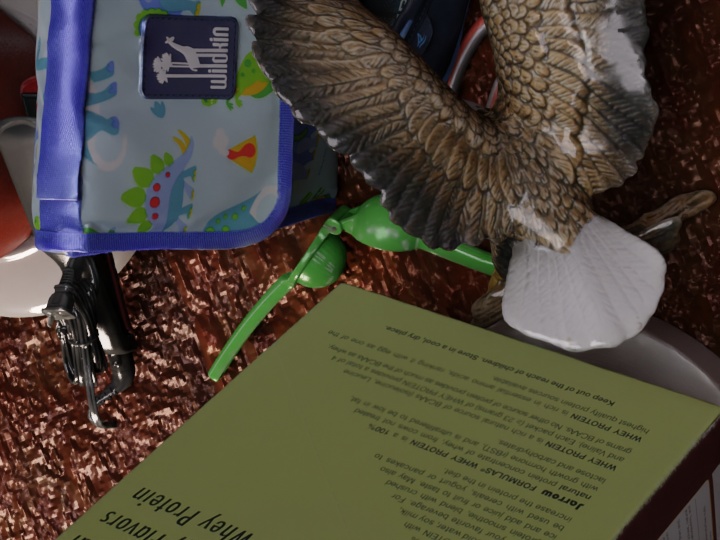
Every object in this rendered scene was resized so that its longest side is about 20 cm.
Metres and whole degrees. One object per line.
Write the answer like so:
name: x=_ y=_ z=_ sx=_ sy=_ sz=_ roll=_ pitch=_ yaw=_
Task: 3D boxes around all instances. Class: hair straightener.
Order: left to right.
hair straightener: x=-0.147 y=0.007 z=0.964 sx=0.041 sy=0.077 sz=0.201 roll=6 pitch=128 yaw=13

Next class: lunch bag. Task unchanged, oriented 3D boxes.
lunch bag: x=-0.084 y=-0.101 z=0.883 sx=0.127 sy=0.200 sz=0.171 roll=6 pitch=99 yaw=23

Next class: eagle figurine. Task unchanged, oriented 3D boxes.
eagle figurine: x=0.055 y=-0.068 z=0.828 sx=0.150 sy=0.152 sz=0.201 roll=-2 pitch=125 yaw=35

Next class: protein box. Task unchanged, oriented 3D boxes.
protein box: x=0.018 y=0.135 z=0.792 sx=0.198 sy=0.200 sz=0.135 roll=17 pitch=134 yaw=35

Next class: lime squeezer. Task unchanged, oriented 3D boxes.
lime squeezer: x=0.000 y=0.000 z=0.958 sx=0.199 sy=0.038 sz=0.071 roll=-15 pitch=122 yaw=24

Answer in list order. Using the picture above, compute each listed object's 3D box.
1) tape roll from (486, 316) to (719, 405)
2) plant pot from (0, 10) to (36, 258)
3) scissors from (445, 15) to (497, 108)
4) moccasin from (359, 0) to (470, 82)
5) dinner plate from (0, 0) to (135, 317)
tape roll: x=0.102 y=0.116 z=0.923 sx=0.202 sy=0.037 sz=0.204 roll=4 pitch=99 yaw=22
plant pot: x=-0.254 y=-0.061 z=0.940 sx=0.200 sy=0.195 sz=0.202 roll=3 pitch=99 yaw=24
scissors: x=0.095 y=-0.142 z=0.900 sx=0.073 sy=0.014 sz=0.201 roll=26 pitch=109 yaw=20
moccasin: x=0.027 y=-0.170 z=0.892 sx=0.080 sy=0.068 sz=0.201 roll=7 pitch=96 yaw=27
dinner plate: x=-0.194 y=-0.073 z=1.033 sx=0.199 sy=0.024 sz=0.201 roll=3 pitch=98 yaw=22
